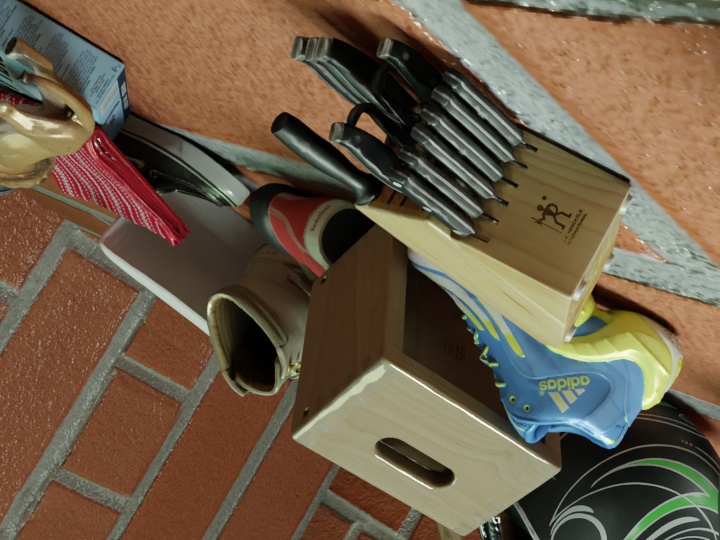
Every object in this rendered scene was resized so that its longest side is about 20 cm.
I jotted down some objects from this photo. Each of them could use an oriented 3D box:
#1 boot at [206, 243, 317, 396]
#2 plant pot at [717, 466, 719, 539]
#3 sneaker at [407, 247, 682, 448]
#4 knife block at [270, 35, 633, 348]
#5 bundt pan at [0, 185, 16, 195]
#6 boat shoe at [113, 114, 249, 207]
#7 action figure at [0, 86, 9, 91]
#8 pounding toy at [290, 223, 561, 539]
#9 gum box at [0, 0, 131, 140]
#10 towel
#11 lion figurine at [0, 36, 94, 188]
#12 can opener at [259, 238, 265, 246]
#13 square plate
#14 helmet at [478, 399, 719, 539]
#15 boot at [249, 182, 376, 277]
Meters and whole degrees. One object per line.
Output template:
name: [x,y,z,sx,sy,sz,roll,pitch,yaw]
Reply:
boot: [-0.053,0.082,1.109,0.200,0.072,0.155,59,-159,-8]
plant pot: [0.195,0.056,0.358,0.200,0.161,0.201,30,172,4]
sneaker: [0.100,0.046,0.828,0.200,0.105,0.076,26,171,23]
knife block: [0.043,-0.042,0.646,0.175,0.064,0.200,29,172,13]
bundt pan: [-0.408,-0.157,1.247,0.201,0.076,0.202,16,-146,-11]
boat shoe: [-0.192,-0.094,1.155,0.200,0.064,0.071,27,171,21]
action figure: [-0.351,-0.189,1.187,0.200,0.055,0.118,25,172,-13]
pounding toy: [0.052,0.103,0.912,0.200,0.142,0.184,33,-144,-22]
gum box: [-0.283,-0.180,1.027,0.200,0.045,0.170,31,172,-5]
towel: [-0.243,-0.093,1.103,0.200,0.023,0.145,23,158,43]
lion figurine: [-0.251,-0.106,0.959,0.122,0.073,0.200,32,162,-36]
can opener: [-0.114,-0.025,1.404,0.066,0.053,0.200,-4,-175,-18]
square plate: [-0.142,-0.003,1.214,0.198,0.028,0.200,39,-153,-10]
helmet: [0.204,0.189,1.040,0.200,0.190,0.200,58,163,28]
boot: [0.000,0.000,1.052,0.200,0.072,0.144,43,168,-32]
